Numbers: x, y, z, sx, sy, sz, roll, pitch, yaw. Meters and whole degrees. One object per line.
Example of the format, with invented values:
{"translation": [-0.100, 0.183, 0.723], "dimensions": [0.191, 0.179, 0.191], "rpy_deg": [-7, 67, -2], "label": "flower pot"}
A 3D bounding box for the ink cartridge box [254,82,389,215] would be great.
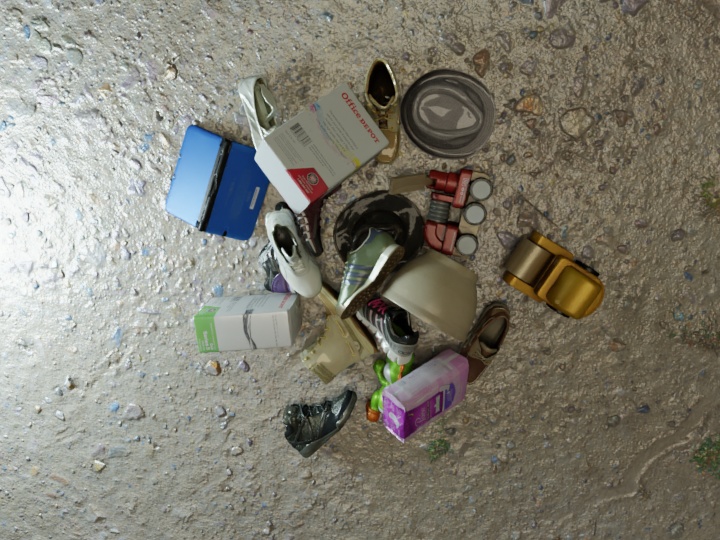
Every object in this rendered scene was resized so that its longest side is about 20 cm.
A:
{"translation": [-0.077, -0.230, 1.141], "dimensions": [0.200, 0.145, 0.145], "rpy_deg": [-38, 96, -15], "label": "ink cartridge box"}

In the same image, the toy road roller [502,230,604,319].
{"translation": [0.405, 0.020, 1.217], "dimensions": [0.200, 0.146, 0.123], "rpy_deg": [31, 102, -5], "label": "toy road roller"}

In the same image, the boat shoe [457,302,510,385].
{"translation": [0.266, 0.166, 1.294], "dimensions": [0.076, 0.072, 0.200], "rpy_deg": [20, 106, -2], "label": "boat shoe"}

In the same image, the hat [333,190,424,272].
{"translation": [0.038, -0.072, 1.247], "dimensions": [0.200, 0.081, 0.201], "rpy_deg": [1, 102, 3], "label": "hat"}

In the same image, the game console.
{"translation": [-0.301, -0.186, 1.269], "dimensions": [0.170, 0.118, 0.200], "rpy_deg": [12, 106, -32], "label": "game console"}

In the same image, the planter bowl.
{"translation": [0.158, 0.040, 1.217], "dimensions": [0.200, 0.200, 0.135], "rpy_deg": [30, 91, -4], "label": "planter bowl"}

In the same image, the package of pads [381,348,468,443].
{"translation": [0.141, 0.262, 1.260], "dimensions": [0.200, 0.076, 0.121], "rpy_deg": [-26, 130, -29], "label": "package of pads"}

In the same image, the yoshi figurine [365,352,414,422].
{"translation": [0.078, 0.246, 1.324], "dimensions": [0.112, 0.112, 0.200], "rpy_deg": [-4, 122, -35], "label": "yoshi figurine"}

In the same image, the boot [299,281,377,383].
{"translation": [-0.078, 0.138, 1.299], "dimensions": [0.155, 0.073, 0.200], "rpy_deg": [-35, 103, 9], "label": "boot"}

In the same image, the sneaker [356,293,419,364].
{"translation": [0.056, 0.095, 1.239], "dimensions": [0.200, 0.074, 0.088], "rpy_deg": [54, 133, 23], "label": "sneaker"}

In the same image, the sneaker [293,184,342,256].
{"translation": [-0.084, -0.135, 1.245], "dimensions": [0.115, 0.076, 0.200], "rpy_deg": [-21, 109, -5], "label": "sneaker"}

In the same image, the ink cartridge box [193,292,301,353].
{"translation": [-0.234, 0.108, 1.268], "dimensions": [0.199, 0.146, 0.084], "rpy_deg": [-4, 103, 4], "label": "ink cartridge box"}

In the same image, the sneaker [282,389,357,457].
{"translation": [-0.102, 0.329, 1.348], "dimensions": [0.114, 0.076, 0.199], "rpy_deg": [42, 107, -13], "label": "sneaker"}

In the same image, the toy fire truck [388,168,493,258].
{"translation": [0.157, -0.128, 1.212], "dimensions": [0.199, 0.129, 0.177], "rpy_deg": [14, 104, 7], "label": "toy fire truck"}

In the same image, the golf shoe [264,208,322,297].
{"translation": [-0.137, -0.022, 1.186], "dimensions": [0.078, 0.097, 0.200], "rpy_deg": [-25, 109, 3], "label": "golf shoe"}

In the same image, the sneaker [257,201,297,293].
{"translation": [-0.183, -0.046, 1.269], "dimensions": [0.087, 0.076, 0.201], "rpy_deg": [-1, 103, 9], "label": "sneaker"}

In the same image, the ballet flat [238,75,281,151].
{"translation": [-0.191, -0.300, 1.202], "dimensions": [0.069, 0.069, 0.200], "rpy_deg": [-18, 96, 7], "label": "ballet flat"}

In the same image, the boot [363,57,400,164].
{"translation": [0.044, -0.305, 1.154], "dimensions": [0.073, 0.155, 0.201], "rpy_deg": [0, 103, 2], "label": "boot"}

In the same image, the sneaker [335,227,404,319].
{"translation": [0.000, 0.000, 1.205], "dimensions": [0.090, 0.067, 0.200], "rpy_deg": [49, 114, 25], "label": "sneaker"}

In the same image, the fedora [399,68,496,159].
{"translation": [0.178, -0.311, 1.180], "dimensions": [0.200, 0.090, 0.177], "rpy_deg": [23, 103, -3], "label": "fedora"}
